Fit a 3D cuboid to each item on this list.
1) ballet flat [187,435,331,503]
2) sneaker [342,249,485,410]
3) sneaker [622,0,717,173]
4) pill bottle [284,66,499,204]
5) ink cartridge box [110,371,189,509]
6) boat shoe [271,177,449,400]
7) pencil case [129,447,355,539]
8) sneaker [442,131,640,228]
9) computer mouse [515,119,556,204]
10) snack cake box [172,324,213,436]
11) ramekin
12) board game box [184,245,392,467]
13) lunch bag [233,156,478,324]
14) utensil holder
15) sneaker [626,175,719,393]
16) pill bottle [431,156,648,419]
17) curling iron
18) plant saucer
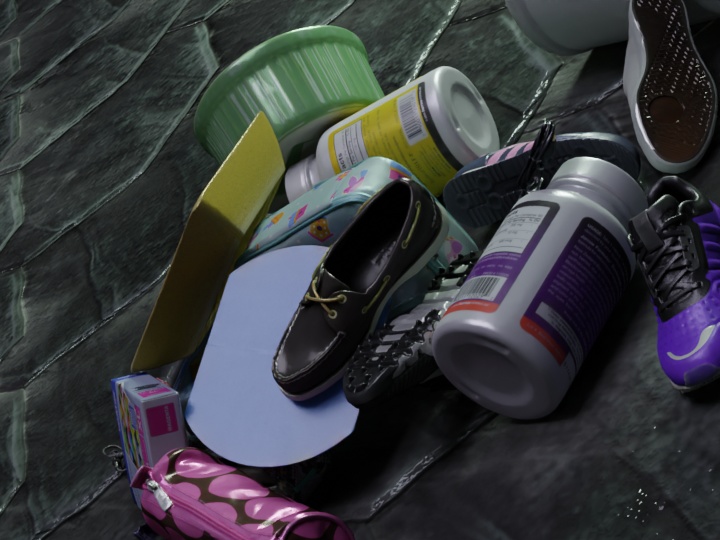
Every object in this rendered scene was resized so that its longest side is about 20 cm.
[{"bbox_3d":[-0.108,0.177,1.623,0.200,0.072,0.072,-9,39,49],"label":"ballet flat"},{"bbox_3d":[0.063,0.068,1.525,0.066,0.091,0.200,-9,24,42],"label":"sneaker"},{"bbox_3d":[0.268,-0.149,1.656,0.072,0.085,0.201,1,52,2],"label":"sneaker"},{"bbox_3d":[0.027,-0.109,1.857,0.199,0.111,0.112,-26,28,28],"label":"pill bottle"},{"bbox_3d":[-0.183,0.156,1.670,0.042,0.120,0.200,-11,6,-13],"label":"ink cartridge box"},{"bbox_3d":[-0.011,0.012,1.534,0.072,0.061,0.201,34,84,37],"label":"boat shoe"},{"bbox_3d":[-0.093,0.202,1.490,0.200,0.094,0.091,15,72,48],"label":"pencil case"},{"bbox_3d":[0.169,-0.095,1.686,0.199,0.070,0.082,-9,23,38],"label":"sneaker"},{"bbox_3d":[0.150,-0.065,1.584,0.059,0.034,0.200,-62,-10,-20],"label":"computer mouse"},{"bbox_3d":[-0.096,0.066,1.795,0.115,0.067,0.200,-26,28,32],"label":"snack cake box"},{"bbox_3d":[-0.062,-0.148,1.954,0.200,0.200,0.098,-36,65,10],"label":"ramekin"},{"bbox_3d":[-0.053,0.077,1.586,0.157,0.039,0.201,5,66,26],"label":"board game box"},{"bbox_3d":[0.000,0.000,1.664,0.200,0.160,0.077,-27,22,39],"label":"lunch bag"},{"bbox_3d":[0.257,-0.301,1.789,0.200,0.170,0.170,-5,42,47],"label":"utensil holder"},{"bbox_3d":[0.230,0.002,1.390,0.069,0.100,0.200,-30,26,27],"label":"sneaker"},{"bbox_3d":[0.148,0.008,1.487,0.111,0.112,0.200,-8,39,50],"label":"pill bottle"},{"bbox_3d":[-0.205,0.124,1.901,0.049,0.026,0.200,-17,33,36],"label":"curling iron"},{"bbox_3d":[-0.131,-0.019,1.744,0.200,0.048,0.200,-65,-2,32],"label":"plant saucer"}]
